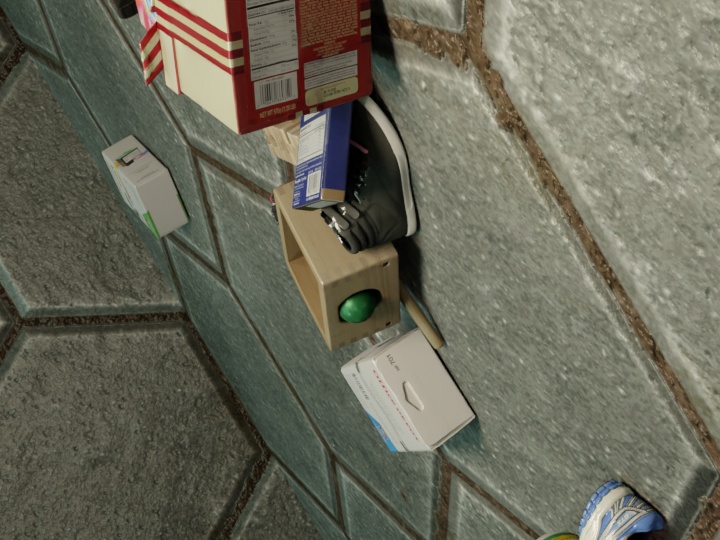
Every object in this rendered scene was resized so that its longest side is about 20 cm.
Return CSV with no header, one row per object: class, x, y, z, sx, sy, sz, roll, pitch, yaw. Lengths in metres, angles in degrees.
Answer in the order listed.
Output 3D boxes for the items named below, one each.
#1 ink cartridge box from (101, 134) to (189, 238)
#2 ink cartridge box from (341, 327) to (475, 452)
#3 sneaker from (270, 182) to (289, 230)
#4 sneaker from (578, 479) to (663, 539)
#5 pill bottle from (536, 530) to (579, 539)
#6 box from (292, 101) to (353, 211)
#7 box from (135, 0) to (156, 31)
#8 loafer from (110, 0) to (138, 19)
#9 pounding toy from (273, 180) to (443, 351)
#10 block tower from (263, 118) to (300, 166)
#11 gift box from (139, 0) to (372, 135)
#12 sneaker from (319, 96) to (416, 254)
ink cartridge box,-0.467,-0.184,2.555,0.200,0.084,0.146,41,156,47
ink cartridge box,0.061,0.170,1.635,0.147,0.086,0.200,58,163,0
sneaker,-0.064,-0.033,1.673,0.075,0.080,0.201,-142,30,-85
sneaker,0.256,0.325,1.222,0.085,0.077,0.202,23,101,41
pill bottle,0.272,0.380,1.345,0.113,0.112,0.200,63,163,-17
box,-0.039,-0.170,1.294,0.121,0.032,0.202,175,99,-72
box,-0.234,-0.372,1.514,0.103,0.094,0.200,50,162,23
loafer,-0.376,-0.460,1.811,0.071,0.073,0.200,54,163,10
pounding toy,0.000,0.000,1.475,0.185,0.141,0.201,85,160,-56
block tower,-0.061,-0.161,1.456,0.200,0.058,0.054,33,149,59
gift box,-0.109,-0.242,1.169,0.187,0.183,0.202,40,136,45
sneaker,-0.002,-0.099,1.316,0.071,0.099,0.201,43,157,46
